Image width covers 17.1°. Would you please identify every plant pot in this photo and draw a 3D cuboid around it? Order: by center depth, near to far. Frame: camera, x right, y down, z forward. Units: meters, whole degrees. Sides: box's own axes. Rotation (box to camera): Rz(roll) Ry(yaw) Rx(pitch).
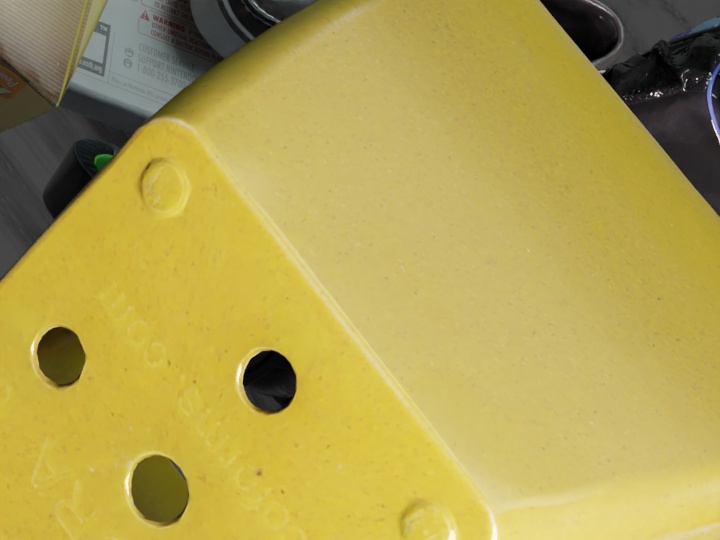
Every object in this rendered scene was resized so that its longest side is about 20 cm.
[{"bbox_3d":[-0.009,0.045,0.653,0.200,0.200,0.176,52,24,13],"label":"plant pot"}]

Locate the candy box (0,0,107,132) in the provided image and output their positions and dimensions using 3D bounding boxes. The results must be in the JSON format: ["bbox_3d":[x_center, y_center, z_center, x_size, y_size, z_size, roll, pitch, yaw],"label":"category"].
[{"bbox_3d":[-0.133,-0.162,0.890,0.115,0.055,0.201,41,51,-29],"label":"candy box"}]

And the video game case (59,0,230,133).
[{"bbox_3d":[-0.071,-0.136,0.991,0.199,0.022,0.183,20,63,-31],"label":"video game case"}]

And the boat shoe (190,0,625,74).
[{"bbox_3d":[0.027,-0.105,0.996,0.199,0.066,0.070,13,67,-34],"label":"boat shoe"}]

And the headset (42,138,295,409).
[{"bbox_3d":[-0.043,0.027,0.890,0.200,0.094,0.123,38,10,29],"label":"headset"}]

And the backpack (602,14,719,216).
[{"bbox_3d":[0.181,-0.038,1.150,0.200,0.134,0.183,-46,117,-54],"label":"backpack"}]
